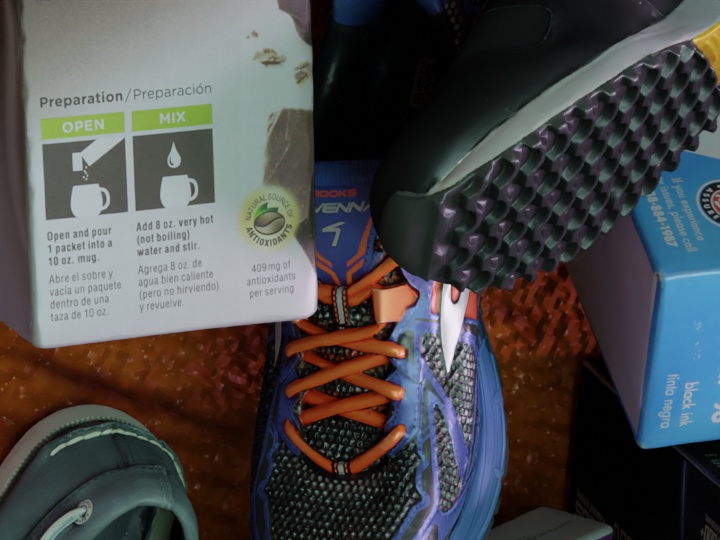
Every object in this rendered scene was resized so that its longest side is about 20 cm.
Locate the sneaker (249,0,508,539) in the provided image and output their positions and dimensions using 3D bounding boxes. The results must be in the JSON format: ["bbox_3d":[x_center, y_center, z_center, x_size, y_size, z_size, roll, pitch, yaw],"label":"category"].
[{"bbox_3d":[0.000,0.000,0.744,0.078,0.075,0.201,38,55,-60],"label":"sneaker"}]

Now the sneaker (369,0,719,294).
[{"bbox_3d":[0.056,-0.073,0.728,0.200,0.090,0.070,-39,156,-30],"label":"sneaker"}]

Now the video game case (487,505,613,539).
[{"bbox_3d":[0.007,0.188,0.772,0.181,0.036,0.202,-17,108,-41],"label":"video game case"}]

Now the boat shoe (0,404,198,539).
[{"bbox_3d":[-0.102,0.136,0.766,0.073,0.062,0.201,25,92,-29],"label":"boat shoe"}]

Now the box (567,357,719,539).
[{"bbox_3d":[0.178,0.086,0.806,0.198,0.164,0.087,-1,106,-15],"label":"box"}]

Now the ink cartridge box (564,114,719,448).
[{"bbox_3d":[0.162,-0.021,0.791,0.198,0.116,0.068,-6,132,-9],"label":"ink cartridge box"}]

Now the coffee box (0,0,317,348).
[{"bbox_3d":[-0.067,-0.093,0.704,0.079,0.113,0.202,-7,105,-22],"label":"coffee box"}]
